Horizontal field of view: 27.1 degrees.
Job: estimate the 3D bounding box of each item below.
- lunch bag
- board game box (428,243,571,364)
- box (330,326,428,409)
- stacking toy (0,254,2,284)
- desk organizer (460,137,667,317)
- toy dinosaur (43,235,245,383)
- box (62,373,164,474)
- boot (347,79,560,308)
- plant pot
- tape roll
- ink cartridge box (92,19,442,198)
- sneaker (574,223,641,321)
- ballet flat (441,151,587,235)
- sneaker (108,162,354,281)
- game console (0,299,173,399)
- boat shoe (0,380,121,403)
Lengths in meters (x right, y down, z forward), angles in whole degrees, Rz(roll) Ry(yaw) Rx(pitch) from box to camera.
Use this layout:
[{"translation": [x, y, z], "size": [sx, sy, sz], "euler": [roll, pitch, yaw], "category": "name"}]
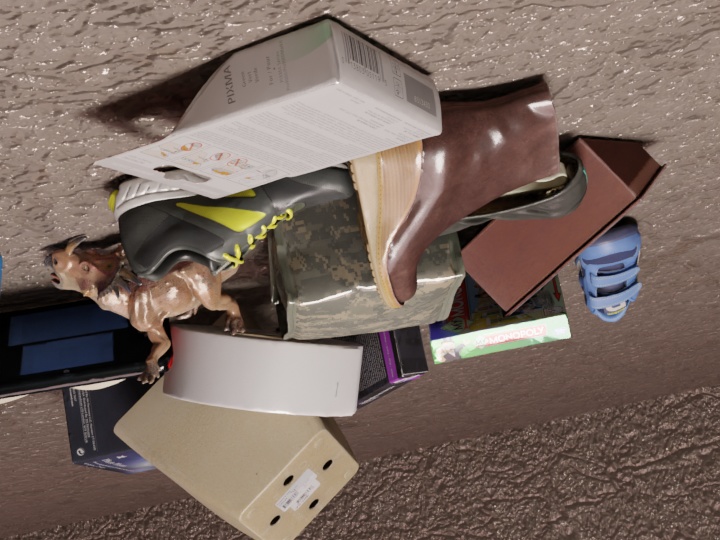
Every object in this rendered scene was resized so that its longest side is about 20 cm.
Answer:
[{"translation": [0.000, 0.000, 1.366], "size": [0.162, 0.119, 0.200], "euler": [-9, 162, -7], "category": "lunch bag"}, {"translation": [0.133, 0.022, 1.496], "size": [0.133, 0.029, 0.200], "euler": [-11, -155, 6], "category": "board game box"}, {"translation": [0.005, 0.061, 1.564], "size": [0.036, 0.144, 0.200], "euler": [-6, 167, -25], "category": "box"}, {"translation": [-0.407, 0.030, 1.257], "size": [0.198, 0.111, 0.116], "euler": [6, 165, -18], "category": "stacking toy"}, {"translation": [0.179, -0.051, 1.371], "size": [0.200, 0.077, 0.072], "euler": [-45, 180, 42], "category": "desk organizer"}, {"translation": [-0.174, 0.007, 1.364], "size": [0.199, 0.137, 0.086], "euler": [-26, -141, -28], "category": "toy dinosaur"}, {"translation": [-0.250, 0.180, 1.909], "size": [0.197, 0.124, 0.200], "euler": [-14, 167, 9], "category": "box"}, {"translation": [0.080, -0.055, 1.180], "size": [0.165, 0.073, 0.201], "euler": [-14, 139, -2], "category": "boot"}, {"translation": [-0.120, 0.196, 1.686], "size": [0.200, 0.177, 0.200], "euler": [-45, 149, -6], "category": "plant pot"}, {"translation": [-0.097, 0.099, 1.508], "size": [0.200, 0.072, 0.202], "euler": [7, 179, 0], "category": "tape roll"}, {"translation": [-0.064, -0.106, 1.044], "size": [0.198, 0.051, 0.161], "euler": [-13, 167, 26], "category": "ink cartridge box"}, {"translation": [0.280, 0.002, 1.662], "size": [0.073, 0.083, 0.200], "euler": [-11, 165, 7], "category": "sneaker"}, {"translation": [0.098, -0.073, 1.259], "size": [0.198, 0.069, 0.069], "euler": [-9, 156, -12], "category": "ballet flat"}, {"translation": [-0.098, -0.040, 1.192], "size": [0.198, 0.085, 0.075], "euler": [-11, 168, 1], "category": "sneaker"}, {"translation": [-0.283, 0.071, 1.448], "size": [0.198, 0.031, 0.177], "euler": [-9, -162, -7], "category": "game console"}, {"translation": [-0.331, 0.095, 1.631], "size": [0.198, 0.072, 0.063], "euler": [-13, -151, 0], "category": "boat shoe"}]
